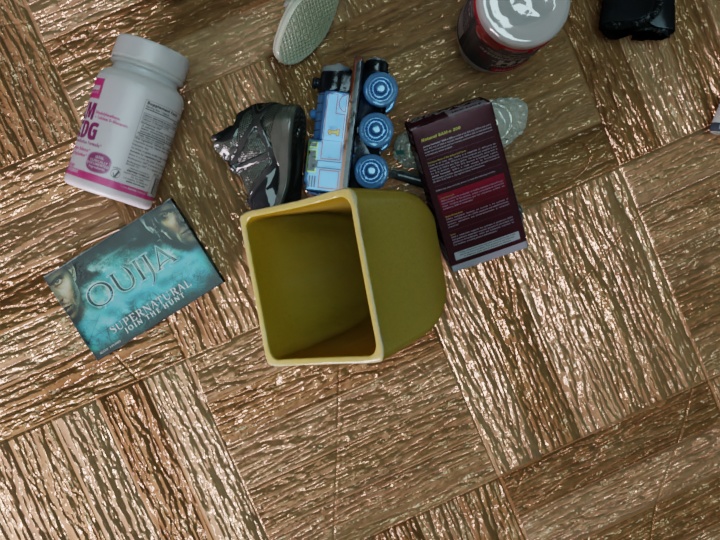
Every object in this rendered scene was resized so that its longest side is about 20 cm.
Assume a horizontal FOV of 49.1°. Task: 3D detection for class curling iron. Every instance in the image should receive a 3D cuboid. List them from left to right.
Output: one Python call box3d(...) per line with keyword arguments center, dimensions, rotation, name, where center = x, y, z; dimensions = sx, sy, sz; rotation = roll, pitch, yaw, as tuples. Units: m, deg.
box3d(center=(0.133, -0.100, 1.087), dimensions=(0.199, 0.026, 0.050), rotation=(22, 89, -4), name="curling iron")

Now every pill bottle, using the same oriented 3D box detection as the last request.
box3d(center=(-0.295, -0.190, 1.012), dimensions=(0.113, 0.113, 0.201), rotation=(18, 90, -4), name="pill bottle")
box3d(center=(0.182, -0.314, 0.997), dimensions=(0.110, 0.200, 0.111), rotation=(0, 92, -3), name="pill bottle")

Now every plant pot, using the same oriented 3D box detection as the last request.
box3d(center=(0.000, 0.000, 0.989), dimensions=(0.195, 0.200, 0.195), rotation=(-8, 93, 41), name="plant pot")

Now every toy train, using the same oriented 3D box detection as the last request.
box3d(center=(-0.014, -0.185, 1.046), dimensions=(0.114, 0.087, 0.201), rotation=(6, 92, -1), name="toy train")

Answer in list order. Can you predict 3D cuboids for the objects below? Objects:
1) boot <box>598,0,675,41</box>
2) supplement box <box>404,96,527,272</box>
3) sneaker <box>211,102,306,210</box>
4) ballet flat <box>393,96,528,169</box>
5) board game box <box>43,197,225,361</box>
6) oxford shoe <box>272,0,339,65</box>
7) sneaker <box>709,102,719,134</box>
box3d(center=(0.343, -0.407, 1.066), dimensions=(0.199, 0.076, 0.169), rotation=(10, 87, -10), name="boot")
box3d(center=(0.138, -0.111, 1.024), dimensions=(0.109, 0.061, 0.201), rotation=(-18, 110, 0), name="supplement box")
box3d(center=(-0.138, -0.125, 1.049), dimensions=(0.114, 0.076, 0.200), rotation=(11, 108, 17), name="sneaker")
box3d(center=(0.143, -0.183, 1.067), dimensions=(0.199, 0.072, 0.072), rotation=(-21, 93, -4), name="ballet flat")
box3d(center=(-0.303, 0.011, 1.060), dimensions=(0.200, 0.028, 0.135), rotation=(-32, 95, -2), name="board game box")
box3d(center=(-0.067, -0.371, 1.053), dimensions=(0.058, 0.075, 0.201), rotation=(30, 100, 37), name="oxford shoe")
box3d(center=(0.580, -0.174, 1.101), dimensions=(0.200, 0.073, 0.071), rotation=(31, 99, 5), name="sneaker")
